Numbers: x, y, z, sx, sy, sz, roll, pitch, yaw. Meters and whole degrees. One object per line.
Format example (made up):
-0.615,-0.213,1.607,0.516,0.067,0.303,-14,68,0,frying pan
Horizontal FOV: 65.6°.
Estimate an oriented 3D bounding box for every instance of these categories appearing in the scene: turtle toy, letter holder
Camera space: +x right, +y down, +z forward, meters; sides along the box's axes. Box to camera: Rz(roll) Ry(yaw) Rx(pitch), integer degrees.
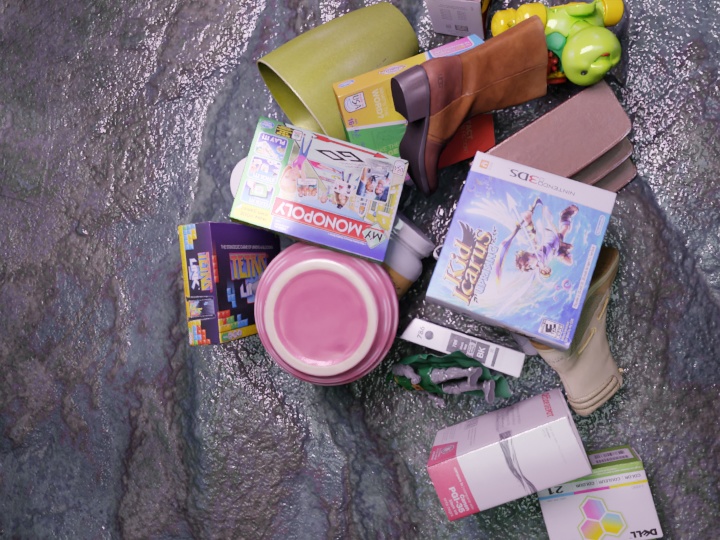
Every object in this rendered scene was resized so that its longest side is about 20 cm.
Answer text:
0.265,-0.298,0.733,0.144,0.200,0.102,-9,111,-7,turtle toy
0.272,-0.138,0.772,0.199,0.100,0.143,-31,85,13,letter holder

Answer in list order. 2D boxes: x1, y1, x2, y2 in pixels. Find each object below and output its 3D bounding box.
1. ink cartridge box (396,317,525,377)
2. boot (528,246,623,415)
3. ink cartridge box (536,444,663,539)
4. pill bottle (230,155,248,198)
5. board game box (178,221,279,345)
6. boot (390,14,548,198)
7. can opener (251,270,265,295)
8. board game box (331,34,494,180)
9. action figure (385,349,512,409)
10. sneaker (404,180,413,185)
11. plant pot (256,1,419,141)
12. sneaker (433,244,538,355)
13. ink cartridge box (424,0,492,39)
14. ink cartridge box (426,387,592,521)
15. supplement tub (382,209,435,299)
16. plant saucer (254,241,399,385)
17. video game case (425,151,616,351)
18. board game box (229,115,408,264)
0.135,0.103,0.812,0.198,0.099,0.040,16,89,13,ink cartridge box
0.320,0.080,0.772,0.072,0.200,0.156,-3,130,52,boot
0.338,0.365,0.777,0.146,0.076,0.203,-16,86,15,ink cartridge box
-0.114,-0.117,0.822,0.109,0.200,0.112,0,92,15,pill bottle
-0.184,0.015,0.843,0.056,0.200,0.168,-4,91,19,board game box
0.144,-0.201,0.716,0.198,0.069,0.190,-24,129,-8,boot
-0.113,0.095,0.868,0.066,0.054,0.201,-21,113,26,can opener
0.076,-0.204,0.748,0.198,0.041,0.154,-20,131,-2,board game box
0.104,0.158,0.807,0.118,0.199,0.055,44,60,-22,action figure
0.125,-0.209,0.825,0.087,0.075,0.201,33,103,0,sneaker
-0.015,-0.288,0.817,0.200,0.187,0.188,-41,81,-4,plant pot
0.180,0.037,0.792,0.114,0.075,0.202,-20,83,-16,sneaker
0.150,-0.450,0.757,0.083,0.175,0.203,14,95,14,ink cartridge box
0.203,0.249,0.774,0.198,0.146,0.084,-25,86,14,ink cartridge box
0.000,0.000,0.823,0.144,0.145,0.200,42,101,10,supplement tub
-0.049,0.058,0.738,0.198,0.051,0.204,1,97,7,plant saucer
0.197,-0.027,0.695,0.179,0.045,0.202,19,80,12,video game case
-0.050,-0.100,0.706,0.197,0.029,0.136,16,81,-4,board game box
